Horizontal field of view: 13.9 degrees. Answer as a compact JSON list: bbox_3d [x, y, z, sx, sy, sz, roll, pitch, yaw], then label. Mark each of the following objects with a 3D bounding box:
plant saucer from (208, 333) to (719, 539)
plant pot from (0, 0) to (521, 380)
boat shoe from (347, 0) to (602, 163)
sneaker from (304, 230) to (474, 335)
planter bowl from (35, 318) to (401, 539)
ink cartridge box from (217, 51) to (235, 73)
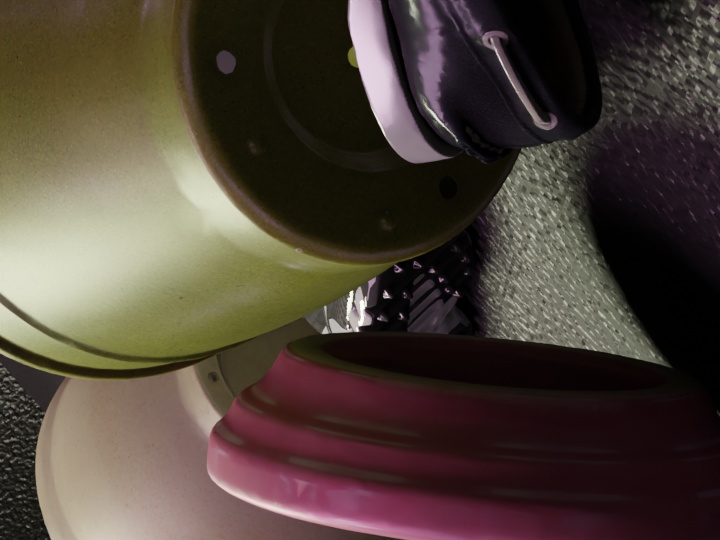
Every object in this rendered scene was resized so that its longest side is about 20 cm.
[{"bbox_3d":[0.046,0.058,1.065,0.200,0.200,0.051,-159,73,-67],"label":"plant saucer"},{"bbox_3d":[-0.044,-0.065,0.988,0.201,0.200,0.193,52,156,-17],"label":"plant pot"},{"bbox_3d":[0.019,-0.123,0.836,0.060,0.076,0.200,-4,126,27],"label":"boat shoe"},{"bbox_3d":[0.000,0.000,1.277,0.090,0.066,0.200,43,170,15],"label":"sneaker"},{"bbox_3d":[-0.047,0.077,1.462,0.200,0.200,0.135,47,141,12],"label":"planter bowl"},{"bbox_3d":[-0.118,-0.102,1.343,0.200,0.083,0.145,39,165,40],"label":"ink cartridge box"}]
